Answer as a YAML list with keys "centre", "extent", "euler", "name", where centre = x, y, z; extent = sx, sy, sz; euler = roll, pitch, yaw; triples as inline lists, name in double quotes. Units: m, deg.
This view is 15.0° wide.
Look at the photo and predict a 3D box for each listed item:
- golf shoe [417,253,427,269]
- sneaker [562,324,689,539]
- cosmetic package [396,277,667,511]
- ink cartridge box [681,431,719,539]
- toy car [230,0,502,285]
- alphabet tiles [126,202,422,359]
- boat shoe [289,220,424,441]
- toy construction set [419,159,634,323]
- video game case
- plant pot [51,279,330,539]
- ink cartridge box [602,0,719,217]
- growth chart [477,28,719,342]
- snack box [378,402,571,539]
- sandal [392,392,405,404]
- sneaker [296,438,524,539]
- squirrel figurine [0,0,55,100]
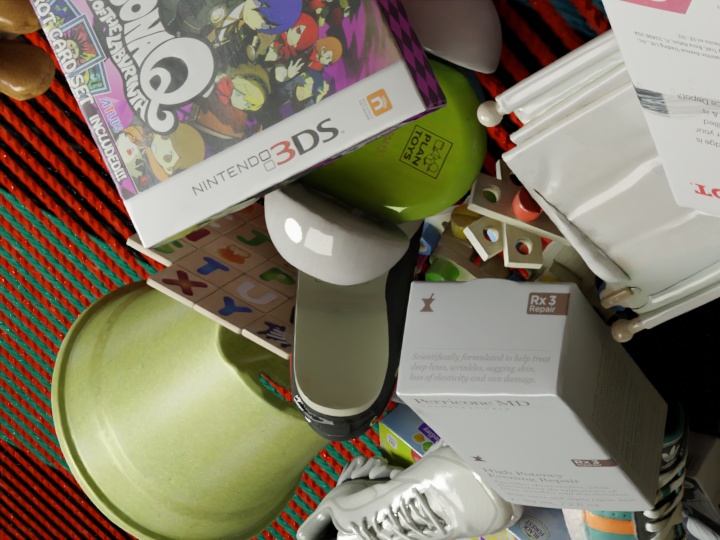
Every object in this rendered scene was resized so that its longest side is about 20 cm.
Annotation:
- centre: [-0.038, -0.066, 1.648]
  extent: [0.092, 0.073, 0.200]
  euler: [12, 149, 42]
  name: "golf shoe"
- centre: [0.170, 0.127, 1.694]
  extent: [0.080, 0.071, 0.201]
  euler: [-11, 108, 43]
  name: "sneaker"
- centre: [0.102, 0.074, 1.566]
  extent: [0.101, 0.074, 0.200]
  euler: [0, 159, 24]
  name: "cosmetic package"
- centre: [0.226, 0.174, 1.810]
  extent: [0.099, 0.039, 0.200]
  euler: [9, 146, 41]
  name: "ink cartridge box"
- centre: [-0.014, -0.099, 1.493]
  extent: [0.199, 0.176, 0.150]
  euler: [28, -169, 14]
  name: "toy car"
- centre: [-0.043, 0.002, 1.677]
  extent: [0.166, 0.200, 0.006]
  euler: [28, 115, 16]
  name: "alphabet tiles"
- centre: [-0.003, 0.000, 1.580]
  extent: [0.073, 0.202, 0.063]
  euler: [8, 156, 2]
  name: "boat shoe"
- centre: [0.099, -0.014, 1.568]
  extent: [0.131, 0.092, 0.200]
  euler: [35, 166, -1]
  name: "toy construction set"
- centre: [-0.075, -0.137, 1.401]
  extent: [0.181, 0.036, 0.201]
  euler: [-24, 90, 24]
  name: "video game case"
- centre: [-0.079, 0.069, 1.838]
  extent: [0.200, 0.201, 0.184]
  euler: [39, 144, -13]
  name: "plant pot"
- centre: [0.202, -0.107, 1.266]
  extent: [0.144, 0.085, 0.200]
  euler: [16, 149, 34]
  name: "ink cartridge box"
- centre: [0.156, -0.050, 1.434]
  extent: [0.144, 0.018, 0.200]
  euler: [-22, 127, 21]
  name: "growth chart"
- centre: [0.095, 0.180, 1.908]
  extent: [0.168, 0.068, 0.200]
  euler: [39, 160, 22]
  name: "snack box"
- centre: [0.043, 0.058, 1.770]
  extent: [0.200, 0.076, 0.043]
  euler: [32, -179, -6]
  name: "sandal"
- centre: [0.032, 0.160, 1.798]
  extent: [0.200, 0.081, 0.075]
  euler: [-21, 101, 54]
  name: "sneaker"
- centre: [-0.273, -0.157, 1.630]
  extent: [0.199, 0.187, 0.142]
  euler: [28, 155, 13]
  name: "squirrel figurine"
